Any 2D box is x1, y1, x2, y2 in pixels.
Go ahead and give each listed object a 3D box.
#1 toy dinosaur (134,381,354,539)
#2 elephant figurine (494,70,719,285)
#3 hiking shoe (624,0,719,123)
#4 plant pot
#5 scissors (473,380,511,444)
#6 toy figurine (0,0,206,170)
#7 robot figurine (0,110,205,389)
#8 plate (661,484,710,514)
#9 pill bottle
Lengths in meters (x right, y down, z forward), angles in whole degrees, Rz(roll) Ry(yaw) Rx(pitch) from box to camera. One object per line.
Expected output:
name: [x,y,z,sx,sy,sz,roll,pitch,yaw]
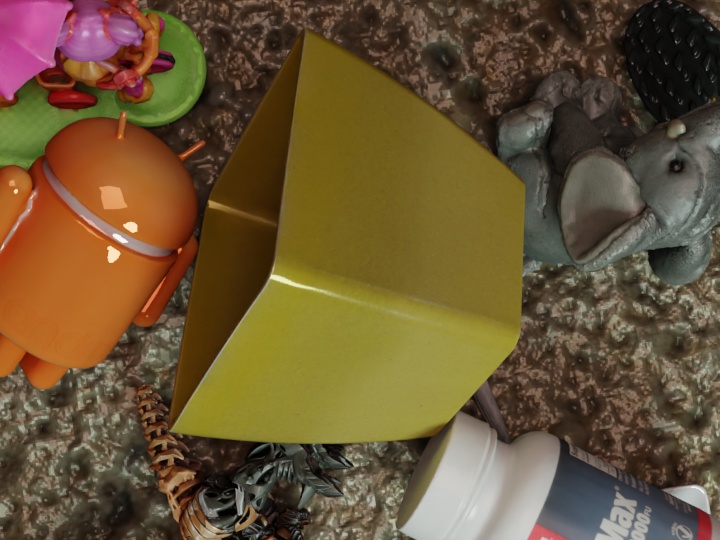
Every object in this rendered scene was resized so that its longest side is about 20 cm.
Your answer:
toy dinosaur: [-0.080,0.161,1.237,0.136,0.102,0.200,-39,115,9]
elephant figurine: [0.185,-0.051,1.212,0.141,0.200,0.156,-31,125,-21]
hiking shoe: [0.258,-0.106,1.300,0.074,0.087,0.200,-35,70,8]
plant pot: [0.000,0.000,1.173,0.176,0.200,0.201,17,52,-15]
scissors: [0.065,0.052,1.297,0.073,0.014,0.201,-9,90,-10]
toy figurine: [-0.195,-0.146,1.182,0.199,0.184,0.151,2,88,-8]
robot figurine: [-0.183,-0.017,1.199,0.144,0.117,0.200,35,106,-9]
plate: [0.162,0.264,1.290,0.199,0.032,0.201,-8,89,-8]
pill bottle: [0.131,0.178,1.215,0.199,0.120,0.120,26,85,-4]
